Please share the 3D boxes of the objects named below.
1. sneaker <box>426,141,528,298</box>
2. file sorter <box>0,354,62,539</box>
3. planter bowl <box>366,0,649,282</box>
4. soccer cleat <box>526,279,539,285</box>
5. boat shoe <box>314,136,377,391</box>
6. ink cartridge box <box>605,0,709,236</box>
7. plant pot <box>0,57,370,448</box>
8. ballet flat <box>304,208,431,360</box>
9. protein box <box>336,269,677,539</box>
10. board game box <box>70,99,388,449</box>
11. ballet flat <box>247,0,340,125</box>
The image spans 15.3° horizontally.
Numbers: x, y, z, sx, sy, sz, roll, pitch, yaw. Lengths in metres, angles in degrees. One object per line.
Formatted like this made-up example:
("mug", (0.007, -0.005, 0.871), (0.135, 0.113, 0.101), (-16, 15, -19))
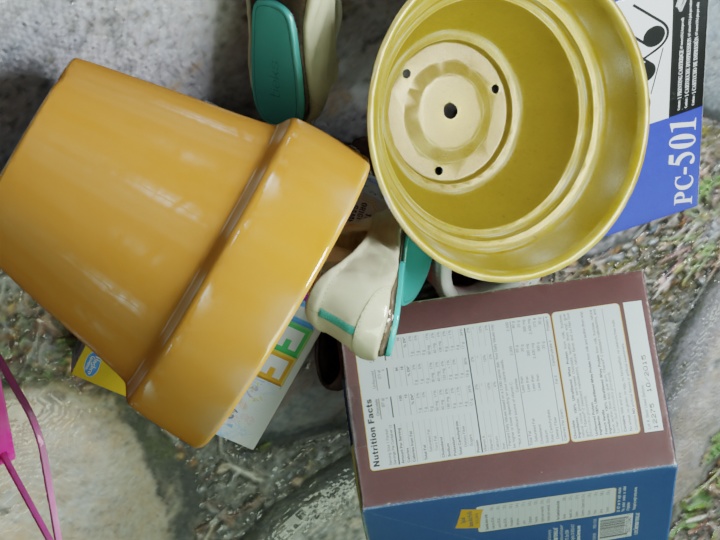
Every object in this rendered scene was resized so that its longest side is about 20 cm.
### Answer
("sneaker", (0.109, -0.056, 1.725), (0.075, 0.105, 0.201), (33, 105, -12))
("file sorter", (-0.299, 0.134, 1.663), (0.199, 0.126, 0.139), (-20, 134, -17))
("planter bowl", (0.072, -0.096, 1.640), (0.200, 0.083, 0.201), (-3, 96, -29))
("soccer cleat", (0.093, 0.020, 1.857), (0.077, 0.069, 0.201), (-13, 129, -6))
("boat shoe", (0.000, 0.000, 1.779), (0.070, 0.070, 0.201), (-16, 129, -17))
("ink cartridge box", (0.184, -0.118, 1.818), (0.094, 0.044, 0.201), (-19, 134, -16))
("plant pot", (-0.122, -0.027, 1.582), (0.183, 0.200, 0.201), (31, 110, -5))
("ballet flat", (0.003, -0.001, 1.625), (0.069, 0.200, 0.070), (2, 105, 8))
("protein box", (0.095, 0.110, 1.750), (0.199, 0.135, 0.199), (-8, 157, 1))
("board game box", (-0.084, 0.005, 1.719), (0.134, 0.034, 0.200), (23, 113, -15))
("ballet flat", (-0.038, -0.178, 1.612), (0.069, 0.070, 0.201), (-17, 134, -20))
